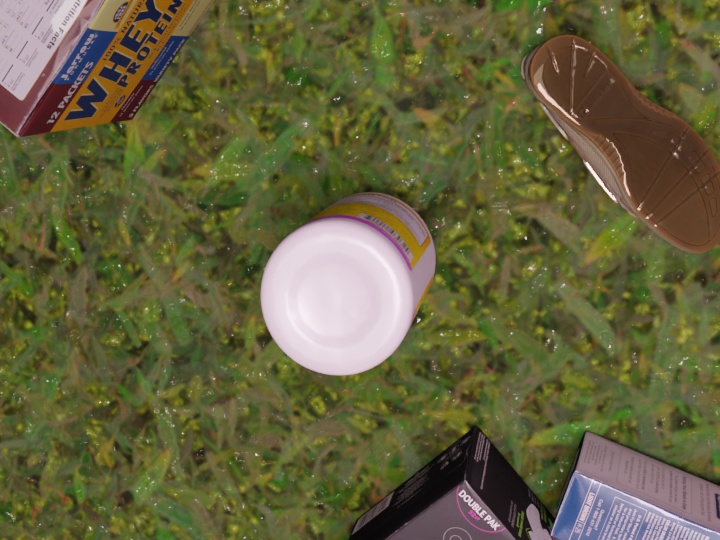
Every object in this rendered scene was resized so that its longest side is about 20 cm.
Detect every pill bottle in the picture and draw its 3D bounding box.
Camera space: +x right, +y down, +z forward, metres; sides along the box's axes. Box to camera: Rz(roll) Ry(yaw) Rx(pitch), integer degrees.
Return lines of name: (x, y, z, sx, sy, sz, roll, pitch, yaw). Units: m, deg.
pill bottle: (0.000, 0.000, 0.745, 0.103, 0.200, 0.106, 2, 102, 10)

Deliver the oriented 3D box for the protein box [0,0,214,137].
protein box: (-0.245, -0.221, 0.746, 0.200, 0.199, 0.135, 40, 105, 0)

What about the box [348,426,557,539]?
box: (0.099, 0.262, 0.820, 0.148, 0.124, 0.200, -40, 91, 16)

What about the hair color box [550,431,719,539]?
hair color box: (0.253, 0.202, 0.779, 0.198, 0.100, 0.061, 21, 105, 14)

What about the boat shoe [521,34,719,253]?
boat shoe: (0.201, -0.095, 0.770, 0.200, 0.063, 0.073, 41, 93, -7)
